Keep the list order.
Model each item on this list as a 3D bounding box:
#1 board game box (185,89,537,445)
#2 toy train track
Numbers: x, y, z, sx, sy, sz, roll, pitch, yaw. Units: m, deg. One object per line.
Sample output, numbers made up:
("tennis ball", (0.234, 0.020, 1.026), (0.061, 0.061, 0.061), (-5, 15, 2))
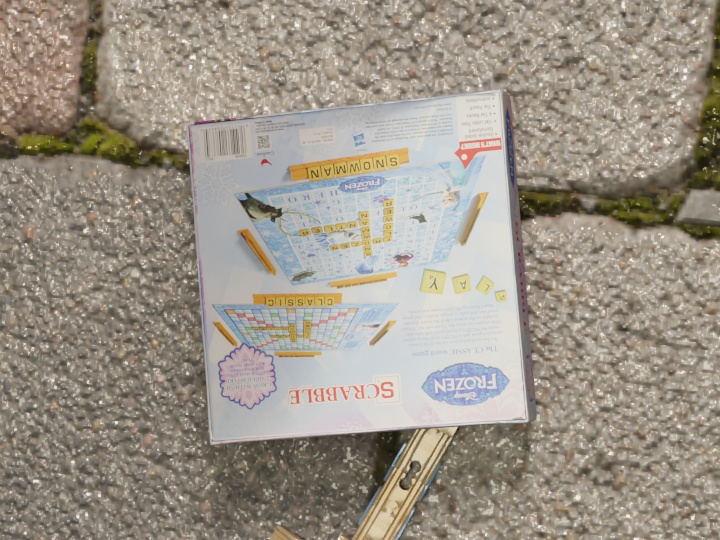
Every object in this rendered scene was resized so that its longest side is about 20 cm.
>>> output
("board game box", (0.000, 0.000, 1.277), (0.199, 0.041, 0.200), (-4, 87, 13))
("toy train track", (0.008, 0.164, 1.301), (0.115, 0.033, 0.200), (31, 99, 9))
